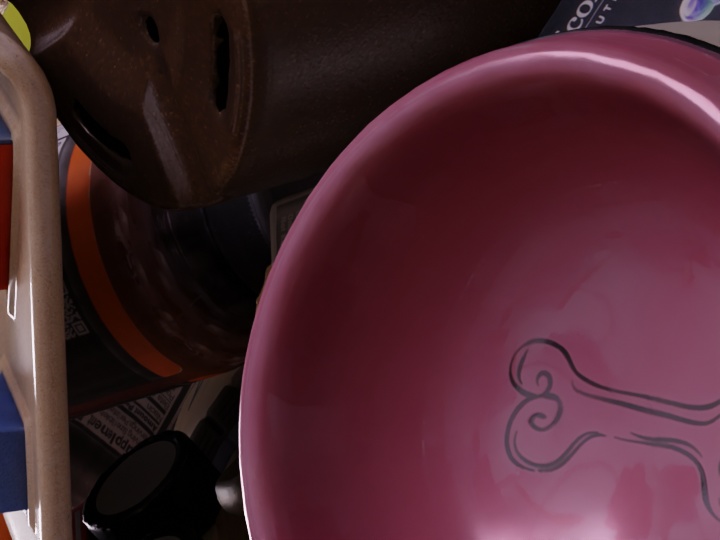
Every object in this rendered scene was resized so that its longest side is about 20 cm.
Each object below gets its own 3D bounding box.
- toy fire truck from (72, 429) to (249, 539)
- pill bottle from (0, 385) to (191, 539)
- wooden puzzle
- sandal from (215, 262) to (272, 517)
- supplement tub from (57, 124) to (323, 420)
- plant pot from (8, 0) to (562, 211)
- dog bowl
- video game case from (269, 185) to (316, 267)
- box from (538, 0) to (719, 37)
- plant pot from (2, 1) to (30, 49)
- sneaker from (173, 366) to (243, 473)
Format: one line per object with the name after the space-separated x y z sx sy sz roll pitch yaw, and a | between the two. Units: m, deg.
-0.097 0.181 0.882 0.200 0.129 0.176 -34 24 9 | toy fire truck
-0.116 0.051 1.114 0.106 0.106 0.200 -17 38 52 | pill bottle
-0.122 0.007 0.833 0.046 0.200 0.185 -9 18 -13 | wooden puzzle
0.000 0.000 0.878 0.200 0.054 0.080 -58 10 -29 | sandal
-0.098 -0.001 0.975 0.200 0.107 0.107 -17 36 31 | supplement tub
0.004 -0.117 0.803 0.198 0.200 0.200 -24 8 -31 | plant pot
0.056 0.036 0.596 0.200 0.074 0.200 -7 80 39 | dog bowl
0.030 0.063 0.712 0.182 0.023 0.200 -17 73 57 | video game case
0.158 -0.051 0.690 0.148 0.107 0.200 -58 37 -2 | box
-0.047 -0.149 1.169 0.200 0.199 0.182 -48 24 38 | plant pot
-0.024 0.023 1.039 0.200 0.075 0.087 -55 18 -16 | sneaker
